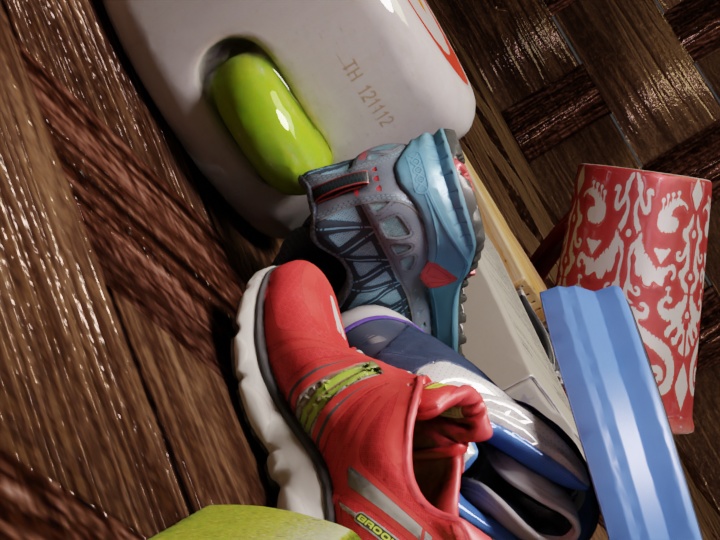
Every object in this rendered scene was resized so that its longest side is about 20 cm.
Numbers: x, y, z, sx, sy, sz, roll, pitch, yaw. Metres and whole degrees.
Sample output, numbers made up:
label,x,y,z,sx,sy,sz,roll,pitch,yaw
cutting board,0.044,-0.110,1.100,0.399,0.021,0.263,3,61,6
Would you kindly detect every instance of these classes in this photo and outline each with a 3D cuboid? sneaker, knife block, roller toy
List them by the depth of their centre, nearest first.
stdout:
label,x,y,z,sx,sy,sz,roll,pitch,yaw
sneaker,0.008,0.063,0.774,0.077,0.085,0.200,52,11,-42
sneaker,0.067,0.104,0.896,0.200,0.081,0.146,43,1,-34
sneaker,0.000,0.000,0.958,0.200,0.095,0.080,95,-16,-57
roller toy,-0.032,-0.124,0.993,0.201,0.139,0.182,61,9,18
knife block,0.094,0.009,1.497,0.200,0.064,0.176,58,8,-8

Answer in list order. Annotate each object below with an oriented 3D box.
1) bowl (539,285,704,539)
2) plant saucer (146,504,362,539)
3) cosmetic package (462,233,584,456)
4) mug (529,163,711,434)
label,x,y,z,sx,sy,sz,roll,pitch,yaw
bowl,0.127,0.101,0.900,0.201,0.039,0.202,-17,90,-85
plant saucer,0.003,0.155,0.563,0.201,0.048,0.200,60,9,4
cosmetic package,0.063,0.041,1.196,0.105,0.071,0.200,52,11,-40
mug,0.193,0.017,1.590,0.133,0.177,0.201,0,99,-70
